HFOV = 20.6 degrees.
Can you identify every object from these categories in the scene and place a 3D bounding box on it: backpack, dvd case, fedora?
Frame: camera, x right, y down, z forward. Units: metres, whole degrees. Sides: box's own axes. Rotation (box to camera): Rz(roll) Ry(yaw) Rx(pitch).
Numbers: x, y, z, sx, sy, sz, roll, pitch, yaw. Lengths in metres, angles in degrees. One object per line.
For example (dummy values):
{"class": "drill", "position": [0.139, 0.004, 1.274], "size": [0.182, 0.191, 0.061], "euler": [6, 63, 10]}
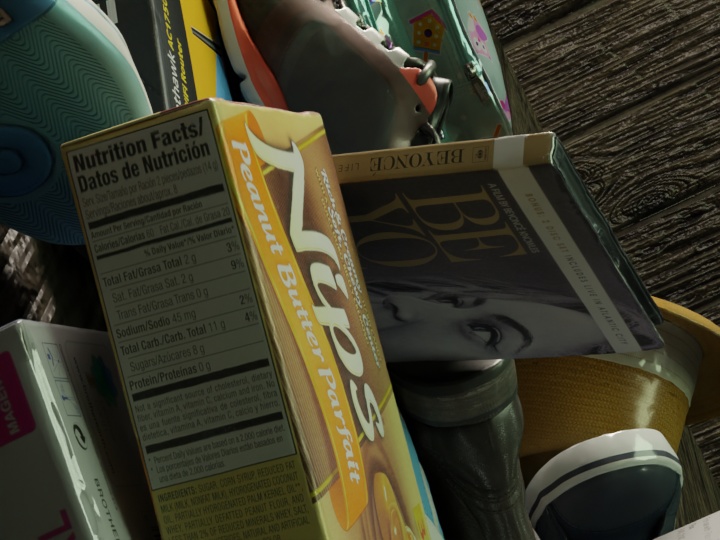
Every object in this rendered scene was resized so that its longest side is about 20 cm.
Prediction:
{"class": "backpack", "position": [-0.012, -0.123, 1.044], "size": [0.201, 0.153, 0.176], "euler": [57, 9, -13]}
{"class": "dvd case", "position": [0.000, 0.000, 0.744], "size": [0.149, 0.198, 0.016], "euler": [50, 41, -54]}
{"class": "fedora", "position": [0.100, 0.073, 0.986], "size": [0.201, 0.199, 0.082], "euler": [49, 46, -54]}

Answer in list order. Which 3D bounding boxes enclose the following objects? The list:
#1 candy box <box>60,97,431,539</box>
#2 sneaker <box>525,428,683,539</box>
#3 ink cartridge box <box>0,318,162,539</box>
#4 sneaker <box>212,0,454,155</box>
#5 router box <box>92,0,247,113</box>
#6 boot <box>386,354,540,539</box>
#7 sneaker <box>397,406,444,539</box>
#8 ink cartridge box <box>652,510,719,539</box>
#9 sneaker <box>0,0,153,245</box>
{"class": "candy box", "position": [-0.026, 0.051, 0.621], "size": [0.115, 0.055, 0.202], "euler": [-8, 83, -76]}
{"class": "sneaker", "position": [0.116, 0.148, 0.937], "size": [0.201, 0.078, 0.080], "euler": [94, -18, -58]}
{"class": "ink cartridge box", "position": [-0.065, 0.082, 0.654], "size": [0.120, 0.042, 0.200], "euler": [69, 14, 10]}
{"class": "sneaker", "position": [-0.003, -0.077, 0.837], "size": [0.077, 0.081, 0.201], "euler": [-4, 73, -80]}
{"class": "router box", "position": [-0.086, -0.099, 0.821], "size": [0.149, 0.051, 0.202], "euler": [55, 21, -63]}
{"class": "boot", "position": [0.041, 0.093, 0.895], "size": [0.200, 0.069, 0.175], "euler": [-123, -165, -66]}
{"class": "sneaker", "position": [0.002, 0.114, 0.789], "size": [0.201, 0.076, 0.081], "euler": [62, 2, -20]}
{"class": "ink cartridge box", "position": [0.086, 0.191, 0.709], "size": [0.147, 0.199, 0.086], "euler": [64, 11, 0]}
{"class": "sneaker", "position": [-0.130, -0.111, 0.668], "size": [0.201, 0.079, 0.131], "euler": [58, 15, -37]}
